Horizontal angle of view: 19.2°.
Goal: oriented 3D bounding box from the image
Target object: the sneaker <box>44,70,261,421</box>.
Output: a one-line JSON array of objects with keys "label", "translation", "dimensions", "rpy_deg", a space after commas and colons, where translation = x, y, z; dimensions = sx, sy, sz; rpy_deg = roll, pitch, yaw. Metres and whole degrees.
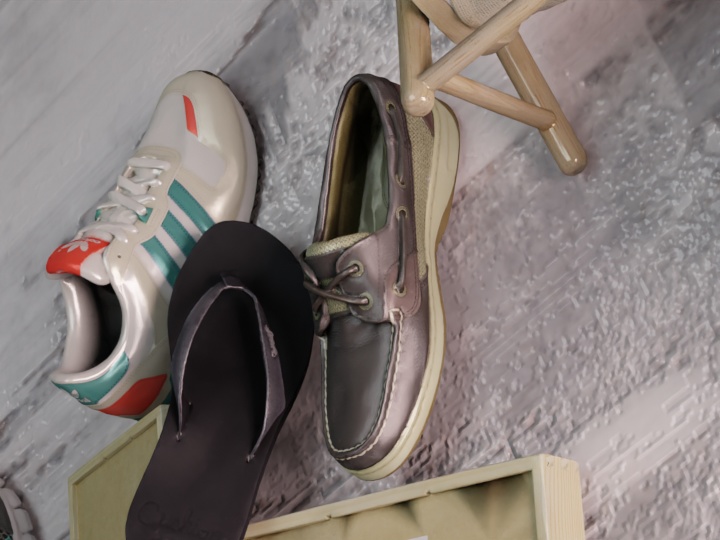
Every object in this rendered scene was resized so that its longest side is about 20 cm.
[{"label": "sneaker", "translation": [-0.117, -0.017, 1.140], "dimensions": [0.070, 0.093, 0.200], "rpy_deg": [3, 80, 44]}]

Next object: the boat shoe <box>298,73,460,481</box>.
[{"label": "boat shoe", "translation": [0.001, -0.001, 1.031], "dimensions": [0.072, 0.066, 0.201], "rpy_deg": [-13, 61, 45]}]

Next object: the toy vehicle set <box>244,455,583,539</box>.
[{"label": "toy vehicle set", "translation": [0.019, 0.166, 0.990], "dimensions": [0.200, 0.026, 0.124], "rpy_deg": [-18, 66, 40]}]

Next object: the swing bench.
[{"label": "swing bench", "translation": [0.103, -0.186, 0.956], "dimensions": [0.199, 0.130, 0.200], "rpy_deg": [-36, 54, 31]}]

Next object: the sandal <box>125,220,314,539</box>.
[{"label": "sandal", "translation": [-0.066, 0.060, 1.061], "dimensions": [0.043, 0.076, 0.200], "rpy_deg": [96, -178, -60]}]

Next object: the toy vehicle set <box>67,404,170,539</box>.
[{"label": "toy vehicle set", "translation": [-0.112, 0.184, 1.096], "dimensions": [0.124, 0.026, 0.200], "rpy_deg": [-36, 53, 52]}]

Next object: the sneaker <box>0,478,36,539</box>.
[{"label": "sneaker", "translation": [-0.227, 0.181, 1.188], "dimensions": [0.078, 0.091, 0.200], "rpy_deg": [-48, 50, 22]}]
